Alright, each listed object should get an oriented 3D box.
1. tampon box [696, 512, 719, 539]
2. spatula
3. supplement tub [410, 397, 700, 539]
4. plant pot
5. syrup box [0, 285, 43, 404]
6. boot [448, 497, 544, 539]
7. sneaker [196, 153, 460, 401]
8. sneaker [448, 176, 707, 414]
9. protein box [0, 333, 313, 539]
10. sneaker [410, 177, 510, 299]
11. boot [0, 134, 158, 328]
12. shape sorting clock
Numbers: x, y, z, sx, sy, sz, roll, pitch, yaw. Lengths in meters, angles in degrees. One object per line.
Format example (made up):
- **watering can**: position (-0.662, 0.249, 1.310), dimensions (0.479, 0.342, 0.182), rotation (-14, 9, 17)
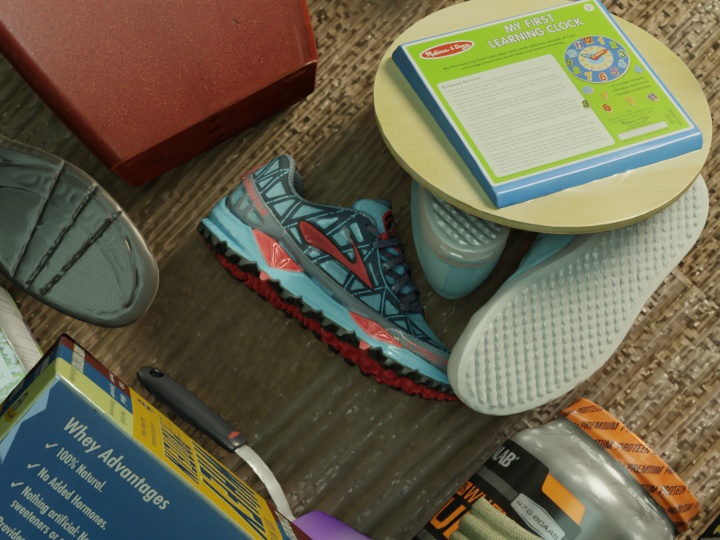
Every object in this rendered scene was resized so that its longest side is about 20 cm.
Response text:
- **tampon box**: position (0.277, 0.181, 0.806), dimensions (0.150, 0.126, 0.200), rotation (43, 83, 8)
- **spatula**: position (-0.065, 0.123, 0.874), dimensions (0.200, 0.057, 0.021), rotation (42, 119, 16)
- **supplement tub**: position (0.092, 0.176, 0.817), dimensions (0.123, 0.123, 0.200), rotation (44, 83, 9)
- **plant pot**: position (-0.124, -0.162, 0.862), dimensions (0.200, 0.200, 0.176), rotation (-29, 91, -3)
- **syrup box**: position (-0.212, 0.108, 0.861), dimensions (0.079, 0.081, 0.200), rotation (-31, 82, -3)
- **boot**: position (0.075, 0.215, 0.687), dimensions (0.155, 0.072, 0.200), rotation (-44, 49, -8)
- **sneaker**: position (0.000, 0.000, 0.876), dimensions (0.200, 0.079, 0.096), rotation (36, 81, 8)
- **sneaker**: position (0.123, 0.012, 0.860), dimensions (0.200, 0.082, 0.074), rotation (-40, 101, -17)
- **protein box**: position (-0.147, 0.178, 0.741), dimensions (0.199, 0.135, 0.200), rotation (42, 87, -11)
- **sneaker**: position (0.061, -0.072, 0.894), dimensions (0.074, 0.082, 0.200), rotation (14, 56, -2)
- **boot**: position (-0.194, -0.025, 0.850), dimensions (0.200, 0.151, 0.073), rotation (30, 81, 9)
- **shape sorting clock**: position (0.107, -0.095, 0.843), dimensions (0.200, 0.039, 0.200), rotation (3, 53, -4)
